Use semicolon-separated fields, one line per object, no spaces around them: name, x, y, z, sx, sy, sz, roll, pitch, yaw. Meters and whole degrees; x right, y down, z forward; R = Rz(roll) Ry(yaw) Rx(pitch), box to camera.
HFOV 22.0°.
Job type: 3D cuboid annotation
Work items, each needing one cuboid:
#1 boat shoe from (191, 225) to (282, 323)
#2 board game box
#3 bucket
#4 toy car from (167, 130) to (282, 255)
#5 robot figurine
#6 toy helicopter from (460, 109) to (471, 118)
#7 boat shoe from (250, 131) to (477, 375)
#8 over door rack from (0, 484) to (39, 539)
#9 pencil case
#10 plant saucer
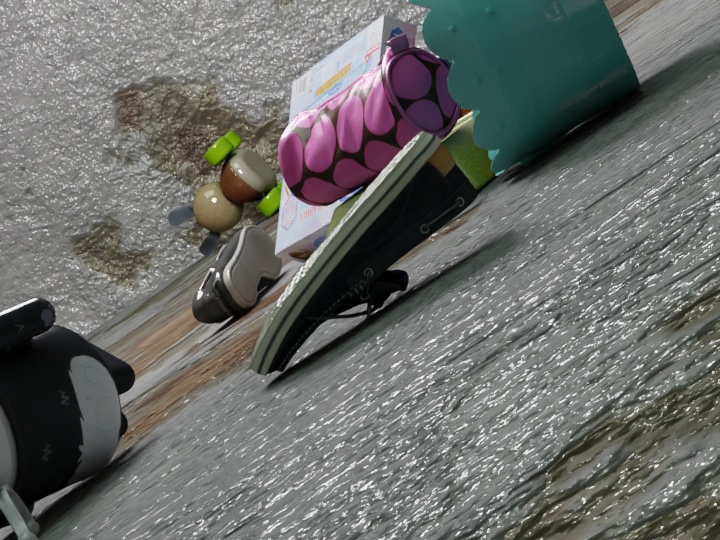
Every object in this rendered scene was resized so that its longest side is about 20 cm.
boat shoe;-0.131;0.004;1.929;0.057;0.067;0.200;-28;10;16
board game box;-0.016;-0.128;1.861;0.200;0.041;0.200;-26;54;58
bucket;0.123;-0.193;1.456;0.135;0.207;0.207;-25;7;7
toy car;-0.252;-0.126;3.409;0.200;0.164;0.158;-46;3;13
robot figurine;-0.256;0.108;1.341;0.125;0.150;0.200;-20;1;39
toy helicopter;0.054;-0.146;1.898;0.079;0.132;0.200;-6;-22;-16
boat shoe;0.000;0.000;1.216;0.200;0.062;0.075;-49;7;13
over door rack;-0.285;0.185;1.167;0.148;0.067;0.200;-35;-15;-7
pencil case;0.003;-0.127;1.619;0.091;0.094;0.200;-38;6;-40
plant saucer;0.068;-0.089;1.644;0.200;0.048;0.200;-29;7;42
